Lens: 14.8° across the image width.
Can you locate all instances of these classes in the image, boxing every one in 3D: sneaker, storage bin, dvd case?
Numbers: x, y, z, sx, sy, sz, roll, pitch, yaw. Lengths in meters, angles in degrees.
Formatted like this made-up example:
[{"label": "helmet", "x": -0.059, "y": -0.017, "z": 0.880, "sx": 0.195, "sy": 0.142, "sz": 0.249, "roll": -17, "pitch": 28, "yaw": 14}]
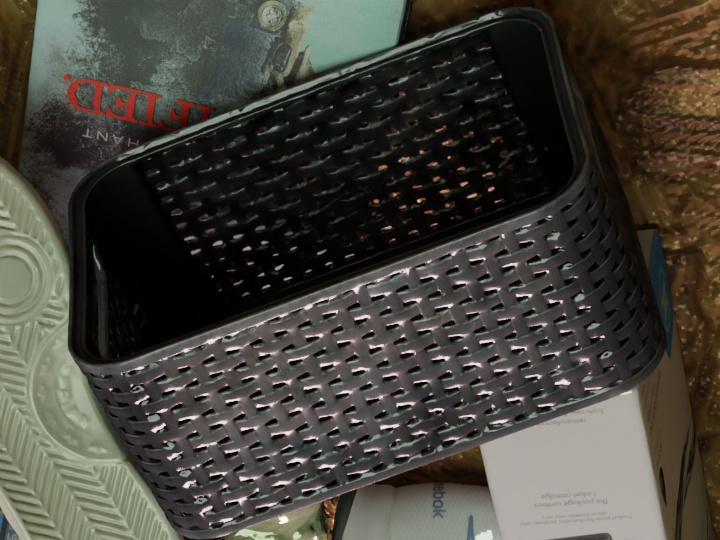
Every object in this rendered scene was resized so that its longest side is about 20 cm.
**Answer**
[{"label": "sneaker", "x": 0.043, "y": 0.178, "z": 1.211, "sx": 0.087, "sy": 0.075, "sz": 0.200, "roll": -6, "pitch": 122, "yaw": 10}, {"label": "storage bin", "x": 0.000, "y": 0.000, "z": 1.036, "sx": 0.200, "sy": 0.135, "sz": 0.094, "roll": -20, "pitch": 125, "yaw": 8}, {"label": "sneaker", "x": -0.131, "y": 0.043, "z": 1.083, "sx": 0.075, "sy": 0.085, "sz": 0.200, "roll": -22, "pitch": 99, "yaw": -6}, {"label": "dvd case", "x": -0.061, "y": -0.066, "z": 1.101, "sx": 0.146, "sy": 0.022, "sz": 0.200, "roll": 14, "pitch": 126, "yaw": 3}]

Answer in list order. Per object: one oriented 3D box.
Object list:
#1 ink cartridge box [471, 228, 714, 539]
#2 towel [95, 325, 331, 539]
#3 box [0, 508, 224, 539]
[{"label": "ink cartridge box", "x": 0.100, "y": 0.098, "z": 1.117, "sx": 0.067, "sy": 0.116, "sz": 0.200, "roll": -6, "pitch": 122, "yaw": 14}, {"label": "towel", "x": -0.109, "y": 0.088, "z": 1.204, "sx": 0.200, "sy": 0.036, "sz": 0.148, "roll": 7, "pitch": 125, "yaw": 8}, {"label": "box", "x": -0.169, "y": 0.171, "z": 1.178, "sx": 0.200, "sy": 0.049, "sz": 0.161, "roll": 12, "pitch": 90, "yaw": 13}]
